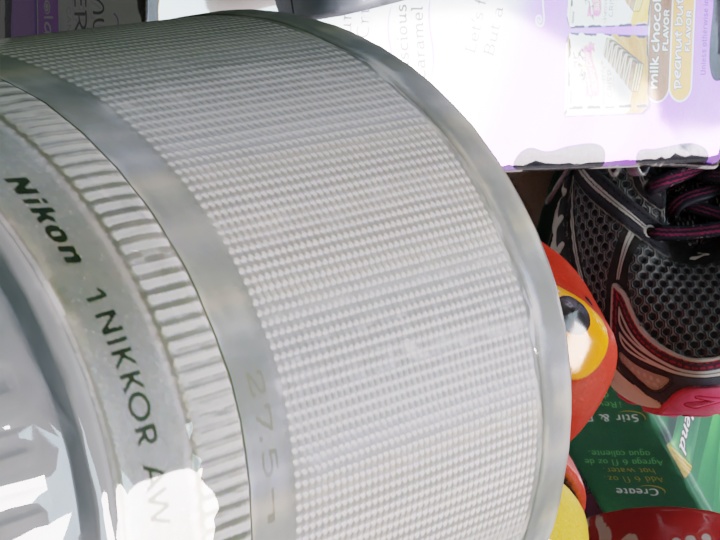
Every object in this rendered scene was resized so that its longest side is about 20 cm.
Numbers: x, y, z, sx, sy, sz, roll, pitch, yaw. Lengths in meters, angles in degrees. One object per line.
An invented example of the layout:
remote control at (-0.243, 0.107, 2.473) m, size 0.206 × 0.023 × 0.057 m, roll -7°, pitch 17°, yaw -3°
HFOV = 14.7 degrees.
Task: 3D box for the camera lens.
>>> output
camera lens at (-0.063, 0.033, 0.566) m, size 0.200 × 0.159 × 0.161 m, roll -14°, pitch 106°, yaw -54°

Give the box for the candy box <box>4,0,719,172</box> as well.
candy box at (0.006, -0.110, 0.742) m, size 0.199 × 0.071 × 0.169 m, roll -3°, pitch 97°, yaw -38°

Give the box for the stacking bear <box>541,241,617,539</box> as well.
stacking bear at (0.018, 0.077, 0.770) m, size 0.121 × 0.114 × 0.201 m, roll 27°, pitch 60°, yaw -21°

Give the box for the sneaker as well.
sneaker at (0.094, -0.052, 0.846) m, size 0.075 × 0.080 × 0.201 m, roll 82°, pitch 5°, yaw -66°

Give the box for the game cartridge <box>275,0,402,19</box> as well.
game cartridge at (0.050, -0.148, 0.705) m, size 0.199 × 0.040 × 0.134 m, roll -19°, pitch 102°, yaw -35°

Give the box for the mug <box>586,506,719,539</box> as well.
mug at (0.107, 0.189, 0.826) m, size 0.134 × 0.177 × 0.201 m, roll -51°, pitch -156°, yaw 41°

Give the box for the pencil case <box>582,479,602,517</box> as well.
pencil case at (0.077, 0.120, 1.015) m, size 0.083 × 0.086 × 0.200 m, roll 63°, pitch 35°, yaw -15°

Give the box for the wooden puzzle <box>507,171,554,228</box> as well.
wooden puzzle at (0.042, -0.131, 0.927) m, size 0.185 × 0.037 × 0.201 m, roll 49°, pitch 38°, yaw -66°

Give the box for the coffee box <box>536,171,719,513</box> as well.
coffee box at (0.116, 0.038, 0.959) m, size 0.200 × 0.044 × 0.123 m, roll 59°, pitch 39°, yaw -40°
